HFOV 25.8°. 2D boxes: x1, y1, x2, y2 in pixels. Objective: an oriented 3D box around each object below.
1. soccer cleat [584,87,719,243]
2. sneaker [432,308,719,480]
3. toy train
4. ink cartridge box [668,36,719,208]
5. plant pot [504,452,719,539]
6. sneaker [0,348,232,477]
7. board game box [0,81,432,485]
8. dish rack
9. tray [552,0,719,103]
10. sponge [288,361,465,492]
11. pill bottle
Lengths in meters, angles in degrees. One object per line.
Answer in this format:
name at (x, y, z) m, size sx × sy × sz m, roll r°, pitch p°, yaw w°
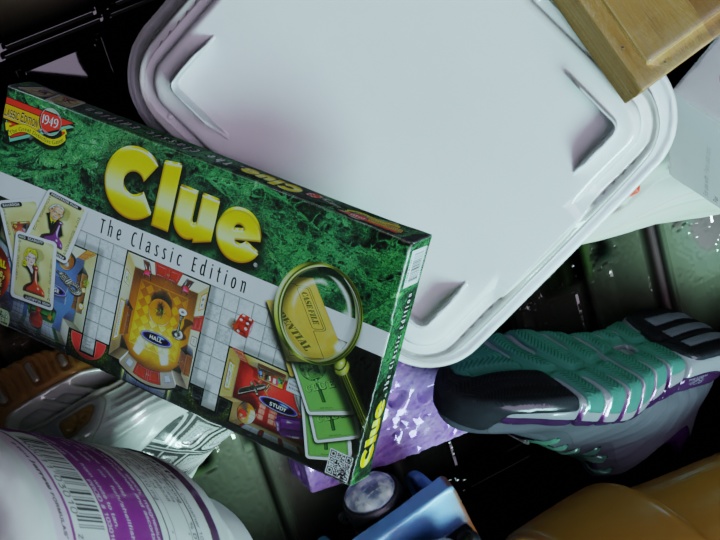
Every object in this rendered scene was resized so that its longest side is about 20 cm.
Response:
soccer cleat at (0.141, -0.051, 0.803) m, size 0.199 × 0.077 × 0.070 m, roll -13°, pitch 82°, yaw -40°
sneaker at (0.115, 0.079, 0.807) m, size 0.198 × 0.074 × 0.088 m, roll -6°, pitch 118°, yaw -38°
toy train at (0.051, 0.189, 0.795) m, size 0.086 × 0.114 × 0.201 m, roll -33°, pitch 122°, yaw -12°
ink cartridge box at (0.258, -0.060, 0.698) m, size 0.147 × 0.199 × 0.086 m, roll -49°, pitch 158°, yaw -10°
plant pot at (0.203, 0.176, 0.825) m, size 0.182 × 0.200 × 0.202 m, roll -30°, pitch 116°, yaw -19°
sneaker at (-0.085, 0.057, 0.721) m, size 0.198 × 0.076 × 0.088 m, roll -23°, pitch 143°, yaw -5°
board game box at (-0.073, 0.002, 0.649) m, size 0.023 × 0.198 × 0.106 m, roll -16°, pitch 124°, yaw -63°
dish rack at (0.014, -0.070, 0.648) m, size 0.200 × 0.044 × 0.172 m, roll 43°, pitch 103°, yaw -4°
tray at (0.087, -0.177, 0.609) m, size 0.098 × 0.037 × 0.201 m, roll -35°, pitch 91°, yaw -3°
sponge at (0.000, 0.000, 0.767) m, size 0.111 × 0.030 × 0.202 m, roll -19°, pitch 113°, yaw -18°
pill bottle at (-0.115, 0.121, 0.604) m, size 0.113 × 0.112 × 0.200 m, roll -59°, pitch 155°, yaw 1°
